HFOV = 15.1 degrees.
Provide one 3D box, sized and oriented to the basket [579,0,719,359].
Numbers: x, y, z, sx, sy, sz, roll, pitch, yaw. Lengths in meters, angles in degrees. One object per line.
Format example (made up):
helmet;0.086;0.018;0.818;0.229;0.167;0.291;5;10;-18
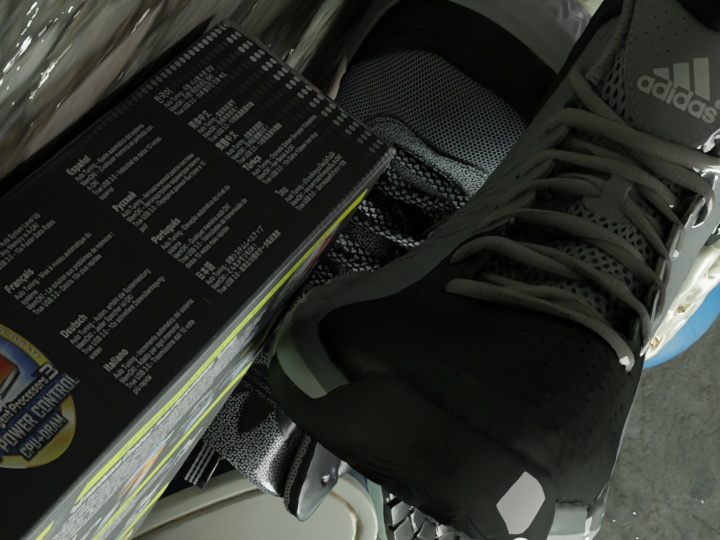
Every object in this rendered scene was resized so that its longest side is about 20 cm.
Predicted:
basket;0.104;-0.071;0.926;0.123;0.135;0.200;-47;173;-41

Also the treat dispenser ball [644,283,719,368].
treat dispenser ball;0.191;-0.022;2.080;0.201;0.201;0.201;-52;177;-4

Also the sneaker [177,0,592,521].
sneaker;0.000;0.000;0.707;0.114;0.075;0.200;-54;180;-26

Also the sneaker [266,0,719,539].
sneaker;0.045;-0.013;0.572;0.116;0.075;0.200;-58;177;10

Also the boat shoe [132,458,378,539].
boat shoe;-0.068;0.106;0.839;0.200;0.075;0.062;-45;-163;31

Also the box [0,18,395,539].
box;-0.082;0.058;0.470;0.160;0.044;0.200;-56;176;33

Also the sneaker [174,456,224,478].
sneaker;-0.052;0.068;0.913;0.200;0.077;0.091;-52;-165;45

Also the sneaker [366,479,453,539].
sneaker;-0.006;0.011;0.918;0.076;0.087;0.201;-35;144;-29
